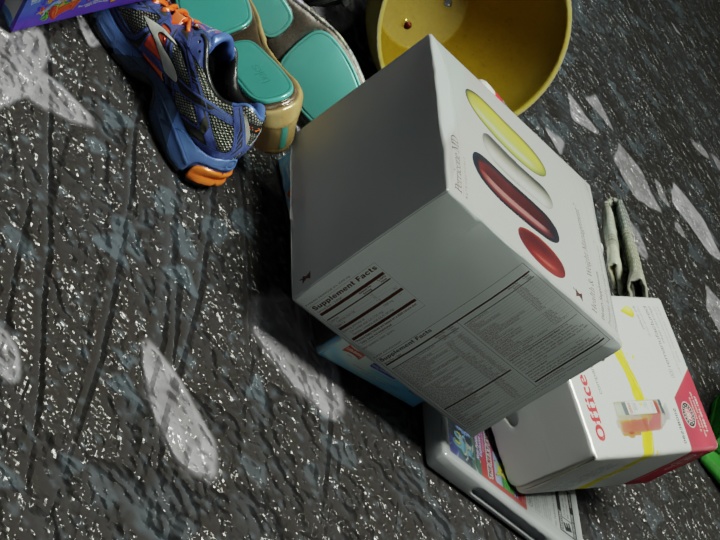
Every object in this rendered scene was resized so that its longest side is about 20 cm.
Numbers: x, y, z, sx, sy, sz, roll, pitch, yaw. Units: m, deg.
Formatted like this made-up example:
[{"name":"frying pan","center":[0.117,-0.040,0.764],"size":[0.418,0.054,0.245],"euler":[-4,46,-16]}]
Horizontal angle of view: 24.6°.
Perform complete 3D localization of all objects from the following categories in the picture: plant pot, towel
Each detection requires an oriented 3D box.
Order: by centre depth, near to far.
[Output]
[{"name":"towel","center":[0.258,0.051,1.591],"size":[0.200,0.035,0.193],"euler":[-85,165,-67]},{"name":"plant pot","center":[0.084,-0.250,1.608],"size":[0.200,0.200,0.142],"euler":[40,3,-30]}]

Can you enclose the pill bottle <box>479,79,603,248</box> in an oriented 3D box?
[{"name":"pill bottle","center":[0.134,-0.069,1.530],"size":[0.200,0.111,0.111],"euler":[49,26,-14]}]

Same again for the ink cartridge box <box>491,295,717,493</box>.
[{"name":"ink cartridge box","center":[0.191,0.100,1.363],"size":[0.200,0.083,0.145],"euler":[3,63,-50]}]

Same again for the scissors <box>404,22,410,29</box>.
[{"name":"scissors","center":[0.039,-0.272,1.725],"size":[0.200,0.014,0.073],"euler":[49,27,-17]}]

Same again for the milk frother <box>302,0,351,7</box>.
[{"name":"milk frother","center":[-0.036,-0.344,1.473],"size":[0.188,0.180,0.200],"euler":[52,12,-15]}]

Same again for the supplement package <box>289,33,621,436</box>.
[{"name":"supplement package","center":[0.067,-0.025,1.227],"size":[0.200,0.147,0.191],"euler":[39,30,-31]}]

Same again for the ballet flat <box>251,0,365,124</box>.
[{"name":"ballet flat","center":[-0.058,-0.197,1.408],"size":[0.200,0.072,0.072],"euler":[52,25,-9]}]

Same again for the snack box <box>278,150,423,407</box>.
[{"name":"snack box","center":[0.000,0.000,1.296],"size":[0.116,0.037,0.200],"euler":[32,34,-42]}]

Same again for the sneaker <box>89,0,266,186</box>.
[{"name":"sneaker","center":[-0.130,-0.162,1.217],"size":[0.200,0.078,0.075],"euler":[60,25,9]}]

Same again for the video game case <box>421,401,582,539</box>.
[{"name":"video game case","center":[0.112,0.125,1.362],"size":[0.182,0.023,0.200],"euler":[40,30,-31]}]

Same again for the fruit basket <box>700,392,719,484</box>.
[{"name":"fruit basket","center":[0.470,0.206,1.772],"size":[0.215,0.156,0.216],"euler":[28,27,-15]}]

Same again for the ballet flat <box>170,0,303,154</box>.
[{"name":"ballet flat","center":[-0.102,-0.164,1.293],"size":[0.063,0.069,0.200],"euler":[89,-20,-47]}]

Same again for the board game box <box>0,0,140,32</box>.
[{"name":"board game box","center":[-0.224,-0.274,1.160],"size":[0.134,0.045,0.200],"euler":[-22,76,-36]}]
